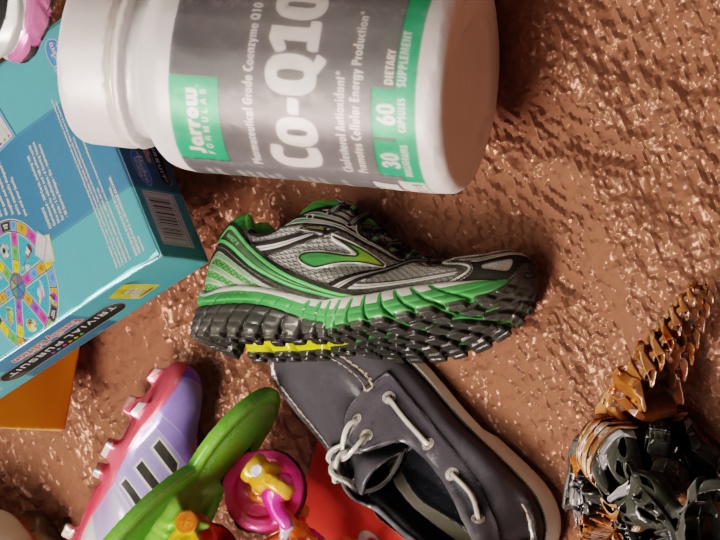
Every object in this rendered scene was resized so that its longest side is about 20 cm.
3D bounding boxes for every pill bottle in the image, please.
[{"bbox_3d":[-0.040,-0.101,1.382,0.200,0.113,0.113,5,109,18],"label":"pill bottle"}]

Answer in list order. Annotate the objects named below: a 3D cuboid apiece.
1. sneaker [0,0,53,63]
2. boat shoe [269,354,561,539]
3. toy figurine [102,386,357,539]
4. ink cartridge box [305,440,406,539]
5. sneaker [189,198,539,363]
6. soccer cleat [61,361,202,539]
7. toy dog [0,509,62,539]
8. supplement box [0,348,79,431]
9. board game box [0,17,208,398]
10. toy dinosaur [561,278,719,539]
[{"bbox_3d":[-0.216,-0.203,1.430,0.080,0.086,0.200,-22,78,59],"label":"sneaker"},{"bbox_3d":[0.015,0.092,1.473,0.200,0.063,0.073,38,129,29],"label":"boat shoe"},{"bbox_3d":[-0.041,0.194,1.499,0.184,0.150,0.200,37,85,15],"label":"toy figurine"},{"bbox_3d":[-0.004,0.211,1.542,0.163,0.057,0.200,35,130,29],"label":"ink cartridge box"},{"bbox_3d":[0.000,0.000,1.448,0.200,0.078,0.085,0,74,30],"label":"sneaker"},{"bbox_3d":[-0.124,0.136,1.625,0.076,0.067,0.200,27,120,-4],"label":"soccer cleat"},{"bbox_3d":[-0.277,0.160,1.720,0.200,0.140,0.194,31,128,17],"label":"toy dog"},{"bbox_3d":[-0.257,0.014,1.665,0.200,0.074,0.126,13,94,39],"label":"supplement box"},{"bbox_3d":[-0.195,-0.024,1.547,0.200,0.047,0.151,-32,69,26],"label":"board game box"},{"bbox_3d":[0.140,0.105,1.351,0.136,0.102,0.200,39,150,47],"label":"toy dinosaur"}]
